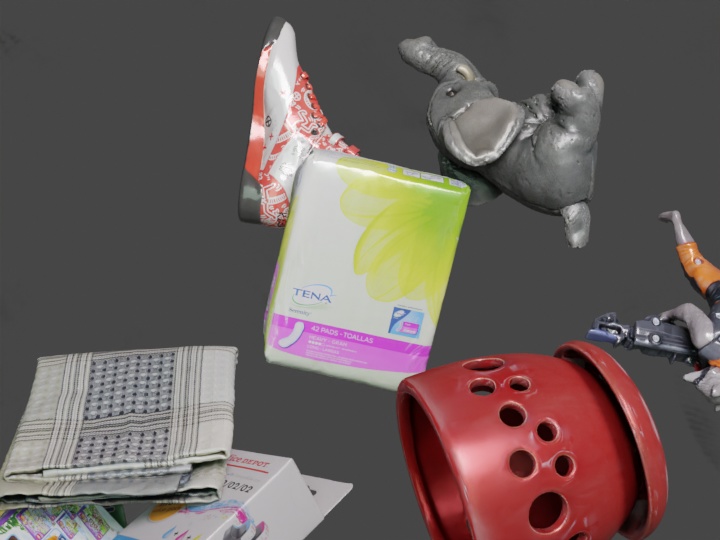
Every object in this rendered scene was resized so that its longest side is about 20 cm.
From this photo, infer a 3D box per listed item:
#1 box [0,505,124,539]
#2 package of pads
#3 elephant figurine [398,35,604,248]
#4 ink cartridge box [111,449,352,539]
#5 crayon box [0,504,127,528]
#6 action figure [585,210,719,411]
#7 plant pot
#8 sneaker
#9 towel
[{"bbox_3d":[-0.235,0.281,0.960,0.200,0.039,0.137,50,49,-11],"label":"box"},{"bbox_3d":[0.000,0.000,1.036,0.154,0.068,0.200,13,99,-4],"label":"package of pads"},{"bbox_3d":[0.122,-0.126,1.079,0.200,0.155,0.142,6,122,10],"label":"elephant figurine"},{"bbox_3d":[-0.115,0.212,0.958,0.200,0.115,0.068,-40,114,-35],"label":"ink cartridge box"},{"bbox_3d":[-0.304,0.268,1.016,0.200,0.052,0.126,-14,80,-4],"label":"crayon box"},{"bbox_3d":[0.314,0.030,1.053,0.200,0.105,0.194,3,69,-3],"label":"action figure"},{"bbox_3d":[0.144,0.160,0.977,0.182,0.200,0.201,-18,80,-12],"label":"plant pot"},{"bbox_3d":[-0.050,-0.137,1.095,0.108,0.067,0.202,7,82,-1],"label":"sneaker"},{"bbox_3d":[-0.204,0.127,0.991,0.192,0.200,0.035,-2,122,-2],"label":"towel"}]
